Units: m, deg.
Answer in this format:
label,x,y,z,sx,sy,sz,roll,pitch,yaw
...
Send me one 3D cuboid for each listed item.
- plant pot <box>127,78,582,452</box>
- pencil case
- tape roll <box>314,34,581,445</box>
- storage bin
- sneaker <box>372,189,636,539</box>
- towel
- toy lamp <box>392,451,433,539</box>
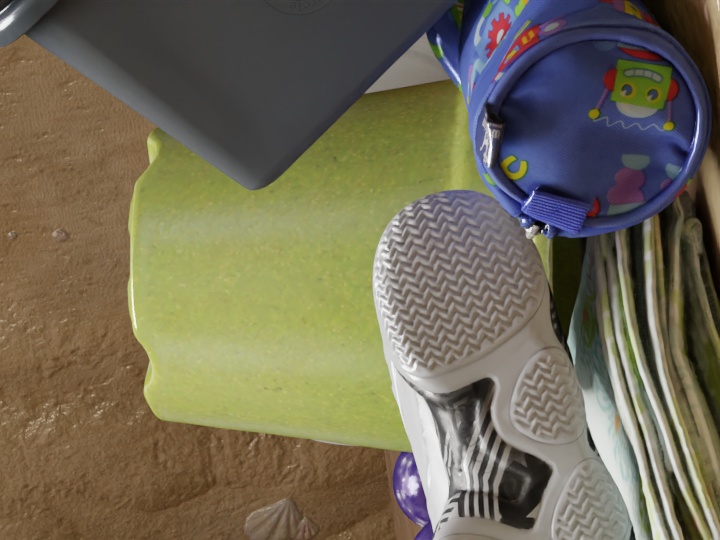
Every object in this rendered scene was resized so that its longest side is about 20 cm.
label,x,y,z,sx,sy,sz,roll,pitch,yaw
plant pot,0.000,0.000,1.264,0.200,0.184,0.201,-1,-90,-82
pencil case,0.070,-0.072,1.049,0.087,0.078,0.200,-60,13,14
tape roll,0.003,-0.017,1.418,0.139,0.202,0.203,111,149,-83
storage bin,-0.035,-0.137,1.080,0.134,0.200,0.146,41,-163,-19
sneaker,0.054,0.070,1.060,0.115,0.075,0.200,23,-127,-86
towel,0.113,0.084,1.072,0.200,0.048,0.171,85,176,-61
toy lamp,0.045,0.119,1.297,0.200,0.058,0.058,-98,-1,-81
